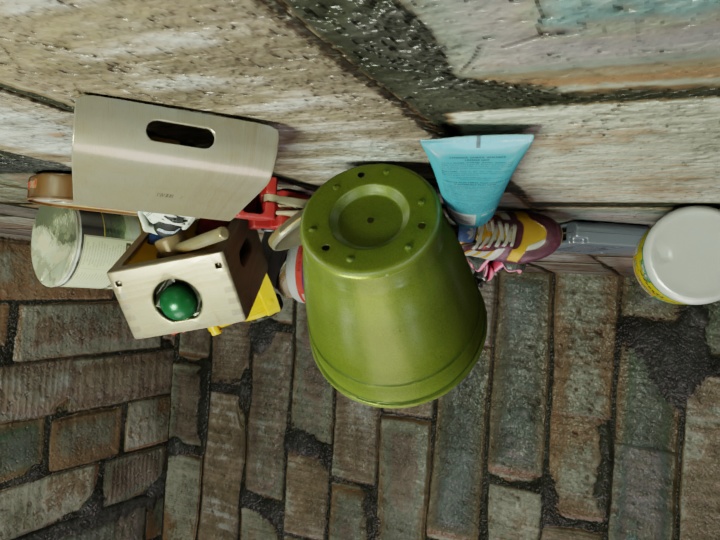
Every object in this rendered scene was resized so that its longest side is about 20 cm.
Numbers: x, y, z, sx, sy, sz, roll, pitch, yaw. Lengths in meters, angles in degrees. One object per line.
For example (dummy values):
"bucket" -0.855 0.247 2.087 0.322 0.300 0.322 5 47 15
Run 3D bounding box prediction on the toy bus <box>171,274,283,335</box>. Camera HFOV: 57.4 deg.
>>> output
"toy bus" -0.248 0.040 1.124 0.191 0.136 0.200 -28 -167 -15

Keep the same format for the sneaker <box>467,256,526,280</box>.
"sneaker" 0.177 -0.033 0.998 0.079 0.096 0.200 3 -179 -35

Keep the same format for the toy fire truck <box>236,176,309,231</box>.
"toy fire truck" -0.076 -0.077 0.824 0.199 0.049 0.141 3 177 -28

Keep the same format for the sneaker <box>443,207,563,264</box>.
"sneaker" 0.166 -0.046 0.879 0.199 0.075 0.090 2 -176 19

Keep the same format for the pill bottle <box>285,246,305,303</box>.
"pill bottle" 0.000 0.000 0.947 0.199 0.113 0.112 5 179 21

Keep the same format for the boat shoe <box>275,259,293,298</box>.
"boat shoe" -0.057 -0.016 1.060 0.200 0.072 0.068 -37 -157 11

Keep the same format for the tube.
"tube" 0.094 -0.078 0.549 0.077 0.051 0.200 -6 173 7

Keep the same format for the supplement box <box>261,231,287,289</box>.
"supplement box" -0.085 -0.024 1.247 0.199 0.102 0.103 6 -158 -40

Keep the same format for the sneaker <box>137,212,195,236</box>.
"sneaker" -0.209 -0.076 0.761 0.072 0.073 0.200 7 176 -31

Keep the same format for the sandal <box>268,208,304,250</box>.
"sandal" -0.009 -0.047 0.779 0.199 0.054 0.080 -9 156 -24

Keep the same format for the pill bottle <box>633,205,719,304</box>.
"pill bottle" 0.404 -0.014 0.824 0.112 0.114 0.200 3 179 17

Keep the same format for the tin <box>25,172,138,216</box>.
"tin" -0.333 -0.098 0.873 0.199 0.042 0.112 4 174 -40

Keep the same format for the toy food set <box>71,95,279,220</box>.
"toy food set" -0.164 -0.092 0.555 0.143 0.061 0.200 5 170 -22

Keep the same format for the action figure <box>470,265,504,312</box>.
"action figure" 0.184 -0.010 1.097 0.118 0.201 0.102 -10 134 38

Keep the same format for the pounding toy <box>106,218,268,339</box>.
"pounding toy" -0.216 -0.012 0.856 0.183 0.143 0.200 -10 -155 9

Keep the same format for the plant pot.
"plant pot" 0.023 0.004 0.655 0.199 0.201 0.193 3 146 15

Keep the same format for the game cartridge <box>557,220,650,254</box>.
"game cartridge" 0.364 -0.050 1.040 0.132 0.041 0.200 7 178 -5

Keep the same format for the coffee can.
"coffee can" -0.403 -0.041 1.070 0.146 0.147 0.199 2 178 39
